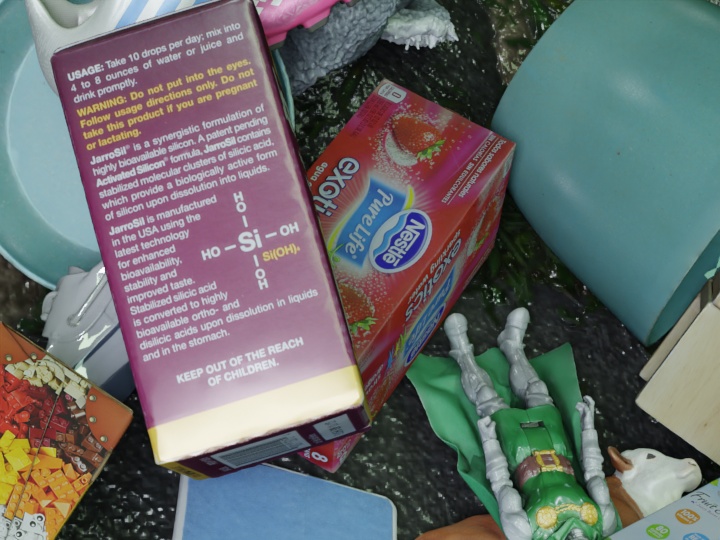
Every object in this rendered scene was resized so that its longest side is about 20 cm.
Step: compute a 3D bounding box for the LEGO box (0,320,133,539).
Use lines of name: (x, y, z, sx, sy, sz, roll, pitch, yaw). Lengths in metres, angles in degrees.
LEGO box: (-0.197, 0.142, 0.766, 0.077, 0.200, 0.150, 34, 47, -3)

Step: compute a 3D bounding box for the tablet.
tablet: (-0.041, 0.179, 0.884, 0.129, 0.014, 0.201, 17, 37, -12)

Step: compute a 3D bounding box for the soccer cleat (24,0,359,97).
soccer cleat: (-0.086, -0.151, 0.892, 0.198, 0.070, 0.087, -22, 108, 9)

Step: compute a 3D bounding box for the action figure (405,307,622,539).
action figure: (0.097, 0.101, 0.952, 0.117, 0.055, 0.201, -7, 40, -12)

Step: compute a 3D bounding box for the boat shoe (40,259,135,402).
boat shoe: (-0.138, 0.025, 0.914, 0.065, 0.074, 0.200, 39, 78, 10)

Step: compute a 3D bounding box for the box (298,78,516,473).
box: (0.000, 0.000, 0.969, 0.095, 0.100, 0.201, 28, 57, 15)

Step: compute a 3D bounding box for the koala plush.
koala plush: (-0.019, -0.190, 1.038, 0.199, 0.183, 0.179, -24, 91, -54)

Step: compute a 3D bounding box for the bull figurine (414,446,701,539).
bull figurine: (0.121, 0.167, 0.958, 0.198, 0.066, 0.122, -15, 39, -19)

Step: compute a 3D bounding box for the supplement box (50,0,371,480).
supplement box: (-0.068, -0.010, 0.818, 0.102, 0.131, 0.202, -17, 81, 0)

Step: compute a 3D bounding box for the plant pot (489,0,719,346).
plant pot: (0.178, -0.082, 1.042, 0.161, 0.201, 0.200, 40, 57, 15)

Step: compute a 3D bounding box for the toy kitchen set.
toy kitchen set: (0.287, 0.072, 0.973, 0.199, 0.181, 0.163, 36, 15, 3)

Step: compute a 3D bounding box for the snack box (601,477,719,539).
snack box: (0.162, 0.227, 0.892, 0.141, 0.202, 0.053, -22, 31, -29)

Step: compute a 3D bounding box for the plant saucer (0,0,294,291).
plant saucer: (-0.134, -0.082, 0.960, 0.197, 0.036, 0.203, 0, 94, 4)
